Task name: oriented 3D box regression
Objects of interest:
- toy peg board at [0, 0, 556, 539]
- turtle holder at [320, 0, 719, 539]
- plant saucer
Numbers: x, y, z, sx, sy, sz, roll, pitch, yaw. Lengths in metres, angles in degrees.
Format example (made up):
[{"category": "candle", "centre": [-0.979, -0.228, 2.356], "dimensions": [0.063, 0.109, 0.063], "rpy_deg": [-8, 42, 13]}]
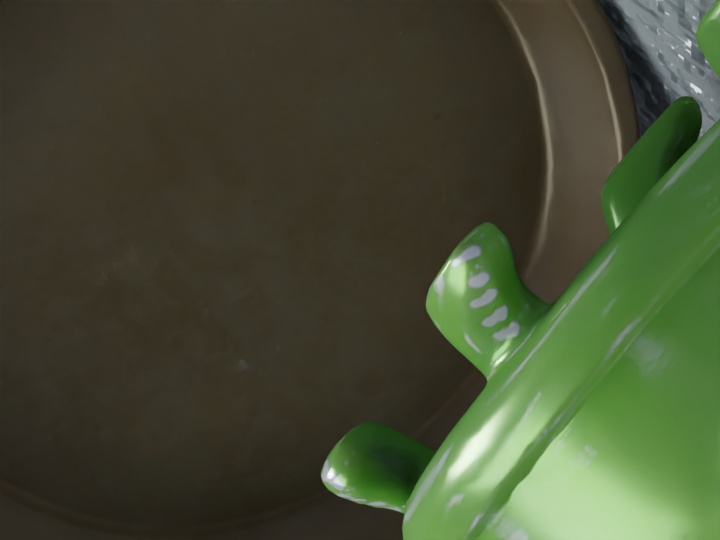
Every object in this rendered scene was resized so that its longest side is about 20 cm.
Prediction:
[{"category": "toy peg board", "centre": [-0.065, -0.030, 0.699], "dimensions": [0.200, 0.199, 0.098], "rpy_deg": [51, 179, -31]}, {"category": "turtle holder", "centre": [0.076, 0.044, 0.578], "dimensions": [0.132, 0.141, 0.186], "rpy_deg": [41, 131, 8]}, {"category": "plant saucer", "centre": [-0.030, -0.009, 0.647], "dimensions": [0.200, 0.200, 0.029], "rpy_deg": [51, 179, -32]}]
